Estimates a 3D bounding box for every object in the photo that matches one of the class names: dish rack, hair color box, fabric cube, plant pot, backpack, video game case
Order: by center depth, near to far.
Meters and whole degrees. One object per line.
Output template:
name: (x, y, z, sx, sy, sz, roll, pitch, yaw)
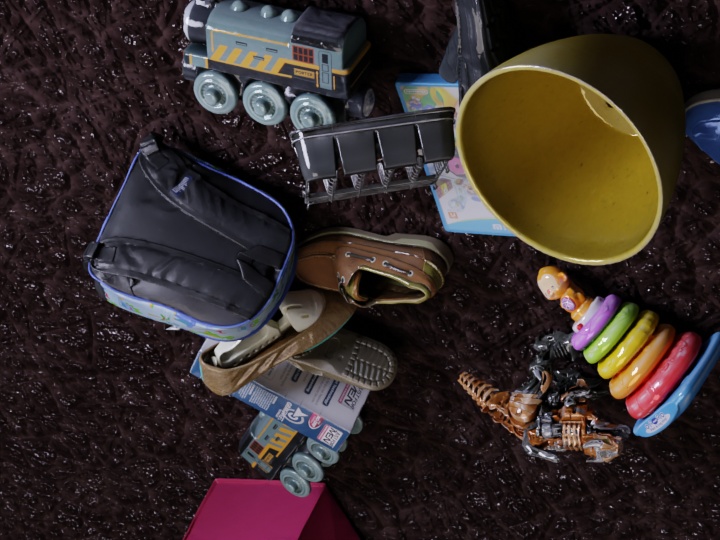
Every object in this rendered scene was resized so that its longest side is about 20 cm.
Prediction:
plant pot: (0.204, -0.126, 1.489, 0.200, 0.142, 0.200, 24, 138, 24)
dish rack: (0.011, -0.102, 1.622, 0.153, 0.055, 0.200, -8, 174, -3)
video game case: (0.125, -0.110, 1.674, 0.143, 0.018, 0.200, 4, 137, 27)
backpack: (-0.170, -0.019, 1.839, 0.200, 0.183, 0.147, 23, 166, 8)
hair color box: (-0.089, 0.119, 2.010, 0.200, 0.100, 0.061, 29, 144, -1)
fabric cube: (-0.119, 0.421, 2.302, 0.196, 0.200, 0.200, -1, 134, 34)

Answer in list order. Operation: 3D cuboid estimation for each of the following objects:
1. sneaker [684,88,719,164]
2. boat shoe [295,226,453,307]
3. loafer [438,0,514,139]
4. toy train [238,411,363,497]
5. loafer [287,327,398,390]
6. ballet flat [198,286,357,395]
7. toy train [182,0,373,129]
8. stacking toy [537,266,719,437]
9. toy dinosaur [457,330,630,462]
sneaker: (0.364, -0.079, 1.486, 0.200, 0.111, 0.077, 25, 143, 3)
boat shoe: (0.000, 0.000, 1.840, 0.200, 0.068, 0.072, -3, 135, 36)
loafer: (0.103, -0.188, 1.542, 0.070, 0.068, 0.201, 4, 129, 24)
toy train: (-0.076, 0.204, 2.124, 0.114, 0.085, 0.200, 38, 143, 2)
loafer: (-0.049, 0.087, 1.965, 0.200, 0.076, 0.067, 29, 166, 12)
ballet flat: (-0.096, 0.065, 1.895, 0.200, 0.068, 0.072, -31, 141, 3)
toy train: (-0.080, -0.203, 1.636, 0.199, 0.085, 0.114, 15, 130, 19)
stacking toy: (0.260, 0.065, 1.746, 0.200, 0.110, 0.116, 40, 145, 2)
toy dinosaur: (0.197, 0.138, 1.816, 0.200, 0.136, 0.102, 29, 149, 15)
